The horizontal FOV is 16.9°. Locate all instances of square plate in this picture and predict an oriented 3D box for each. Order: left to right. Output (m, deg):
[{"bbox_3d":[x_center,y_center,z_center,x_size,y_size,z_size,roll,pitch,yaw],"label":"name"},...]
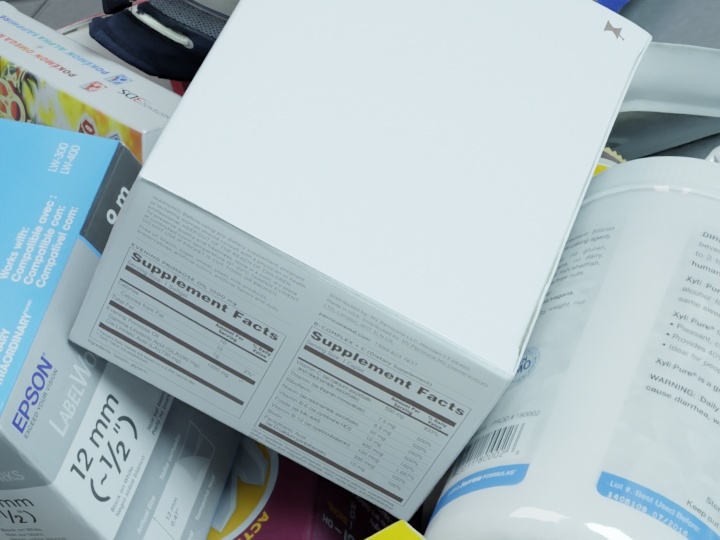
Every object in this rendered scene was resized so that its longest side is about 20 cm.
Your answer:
[{"bbox_3d":[0.089,-0.067,1.168,0.200,0.029,0.198,-17,-8,33],"label":"square plate"}]

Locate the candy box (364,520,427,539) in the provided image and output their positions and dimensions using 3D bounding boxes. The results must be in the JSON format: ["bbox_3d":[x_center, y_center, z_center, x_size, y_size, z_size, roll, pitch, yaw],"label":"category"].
[{"bbox_3d":[0.067,0.177,0.840,0.026,0.103,0.200,-26,37,-22],"label":"candy box"}]

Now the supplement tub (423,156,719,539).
[{"bbox_3d":[0.111,0.067,0.956,0.132,0.132,0.200,-11,38,39],"label":"supplement tub"}]

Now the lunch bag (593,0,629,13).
[{"bbox_3d":[0.105,-0.218,1.382,0.200,0.124,0.170,24,65,42],"label":"lunch bag"}]

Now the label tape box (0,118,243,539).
[{"bbox_3d":[-0.124,0.026,0.978,0.066,0.200,0.144,-4,50,32],"label":"label tape box"}]

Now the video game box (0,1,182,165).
[{"bbox_3d":[-0.136,-0.008,1.164,0.047,0.201,0.182,-20,32,-37],"label":"video game box"}]

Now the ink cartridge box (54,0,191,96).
[{"bbox_3d":[-0.068,-0.078,1.264,0.085,0.148,0.200,-16,8,30],"label":"ink cartridge box"}]

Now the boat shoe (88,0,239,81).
[{"bbox_3d":[-0.033,-0.115,1.142,0.093,0.200,0.075,-25,51,47],"label":"boat shoe"}]

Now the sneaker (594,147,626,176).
[{"bbox_3d":[0.035,0.009,1.117,0.199,0.075,0.090,-22,41,24],"label":"sneaker"}]

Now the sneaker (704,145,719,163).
[{"bbox_3d":[0.212,-0.026,1.043,0.200,0.075,0.081,-25,45,28],"label":"sneaker"}]

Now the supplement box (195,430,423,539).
[{"bbox_3d":[-0.044,0.145,1.030,0.110,0.086,0.200,-18,44,27],"label":"supplement box"}]

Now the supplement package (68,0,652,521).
[{"bbox_3d":[0.003,-0.035,0.962,0.111,0.155,0.200,-59,4,49],"label":"supplement package"}]
